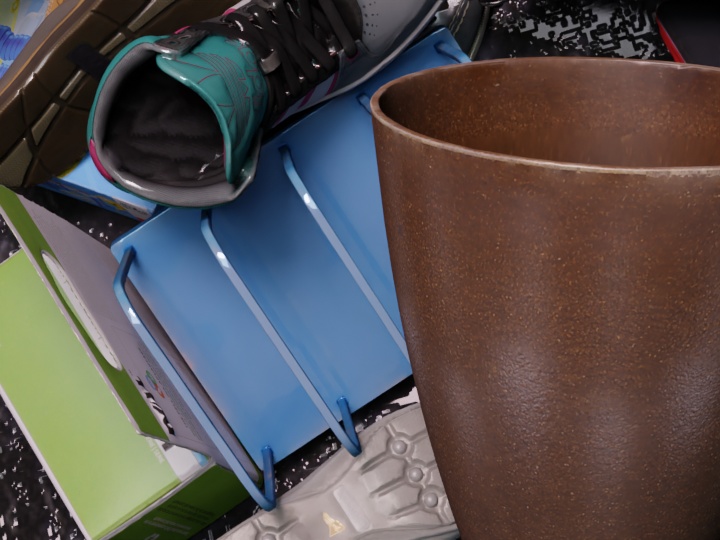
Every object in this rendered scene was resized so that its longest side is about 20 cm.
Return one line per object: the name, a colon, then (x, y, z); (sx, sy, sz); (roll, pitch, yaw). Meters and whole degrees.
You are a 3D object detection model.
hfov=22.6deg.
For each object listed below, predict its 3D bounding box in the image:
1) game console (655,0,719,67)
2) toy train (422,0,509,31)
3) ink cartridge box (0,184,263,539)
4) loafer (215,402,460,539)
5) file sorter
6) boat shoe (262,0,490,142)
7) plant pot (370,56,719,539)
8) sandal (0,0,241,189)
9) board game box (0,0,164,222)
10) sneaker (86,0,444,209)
game console: (0.251, -0.093, 0.822); (0.199, 0.031, 0.177); (-8, 39, -4)
toy train: (0.017, -0.136, 0.888); (0.199, 0.046, 0.034); (-16, 115, 7)
ink cartridge box: (-0.136, 0.051, 0.856); (0.076, 0.200, 0.148); (-35, 73, 3)
loafer: (0.000, 0.121, 0.883); (0.199, 0.070, 0.070); (-26, 76, -12)
file sorter: (0.000, 0.000, 0.852); (0.200, 0.123, 0.139); (-33, 102, 2)
boat shoe: (-0.010, -0.093, 0.931); (0.200, 0.062, 0.073); (-44, 72, 0)
plant pot: (0.096, 0.032, 0.721); (0.186, 0.187, 0.201); (5, 108, 13)
sandal: (-0.125, -0.123, 0.908); (0.200, 0.082, 0.055); (-44, 51, 8)
board game box: (-0.153, -0.145, 0.976); (0.195, 0.056, 0.201); (18, 83, 15)
sneaker: (-0.046, -0.094, 0.813); (0.200, 0.121, 0.084); (-32, 104, 14)
